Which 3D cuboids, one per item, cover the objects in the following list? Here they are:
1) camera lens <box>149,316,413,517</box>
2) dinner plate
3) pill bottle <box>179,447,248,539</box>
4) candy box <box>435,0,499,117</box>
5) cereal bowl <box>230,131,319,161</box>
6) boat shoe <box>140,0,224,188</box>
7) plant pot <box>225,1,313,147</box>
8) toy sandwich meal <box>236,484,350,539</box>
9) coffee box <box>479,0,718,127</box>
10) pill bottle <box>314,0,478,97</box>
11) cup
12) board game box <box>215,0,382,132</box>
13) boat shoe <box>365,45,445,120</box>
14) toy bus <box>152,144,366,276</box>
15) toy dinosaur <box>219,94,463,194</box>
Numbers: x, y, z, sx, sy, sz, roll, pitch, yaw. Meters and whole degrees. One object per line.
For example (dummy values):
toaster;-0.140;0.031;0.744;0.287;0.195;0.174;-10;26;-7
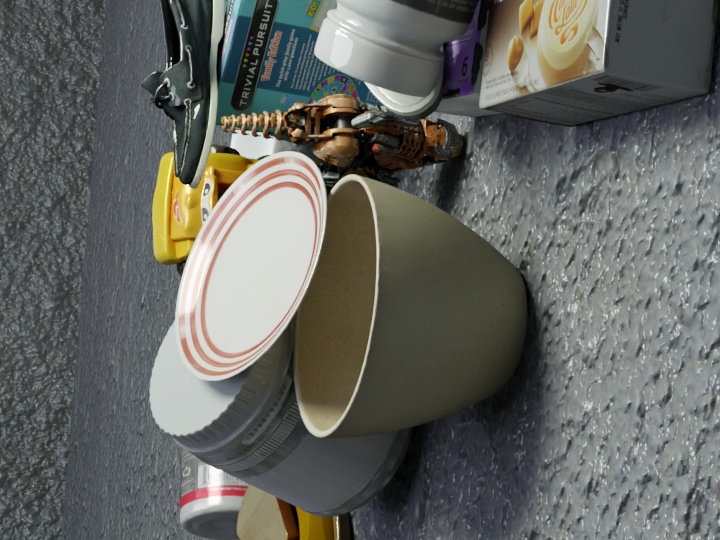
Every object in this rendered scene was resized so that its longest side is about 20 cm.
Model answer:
camera lens;-0.063;0.114;1.427;0.160;0.200;0.161;-28;46;34
dinner plate;-0.085;-0.002;1.335;0.200;0.024;0.201;-34;43;39
pill bottle;-0.145;0.190;1.824;0.111;0.110;0.201;128;145;-57
candy box;0.102;-0.230;1.315;0.168;0.071;0.201;-174;92;-72
cereal bowl;-0.083;-0.140;1.820;0.200;0.083;0.201;-173;90;-72
boat shoe;-0.162;-0.173;1.459;0.074;0.066;0.201;157;119;-68
plant pot;-0.067;-0.197;1.609;0.141;0.199;0.142;-142;62;-70
toy sandwich meal;-0.069;0.282;1.618;0.205;0.070;0.207;-172;90;-72
coffee box;0.158;-0.169;1.105;0.200;0.079;0.115;178;100;-72
pill bottle;0.043;-0.237;1.201;0.113;0.112;0.201;-125;53;-64
cup;0.045;0.036;1.262;0.200;0.142;0.202;-172;90;-73
board game box;-0.029;-0.194;1.493;0.047;0.199;0.152;-111;35;-57
boat shoe;0.032;-0.182;1.334;0.062;0.073;0.201;54;-170;-45
toy bus;-0.080;-0.057;1.609;0.192;0.199;0.137;-7;77;57
toy dinosaur;-0.016;-0.120;1.416;0.103;0.199;0.136;-67;11;-20
